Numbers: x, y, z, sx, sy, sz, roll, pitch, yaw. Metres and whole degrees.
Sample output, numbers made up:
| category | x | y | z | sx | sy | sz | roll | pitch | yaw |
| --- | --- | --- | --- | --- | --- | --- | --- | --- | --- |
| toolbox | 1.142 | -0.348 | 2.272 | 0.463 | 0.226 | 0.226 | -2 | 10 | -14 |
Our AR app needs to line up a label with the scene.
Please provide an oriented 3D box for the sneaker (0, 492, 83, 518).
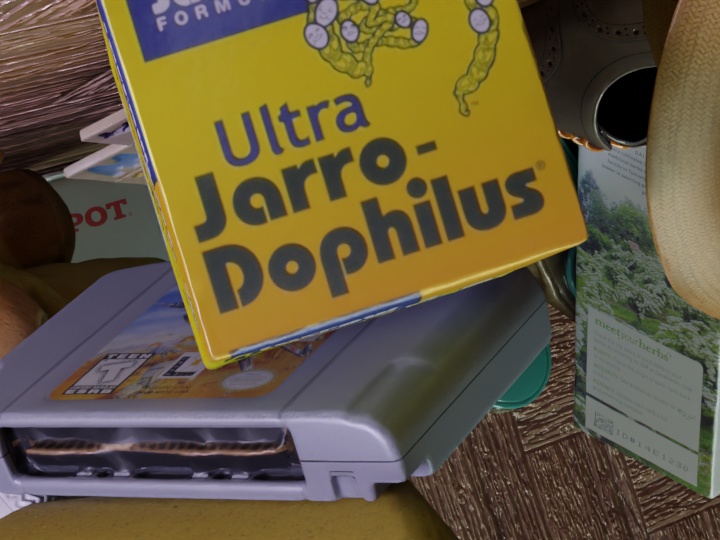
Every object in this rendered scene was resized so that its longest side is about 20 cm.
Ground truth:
| category | x | y | z | sx | sy | sz | roll | pitch | yaw |
| --- | --- | --- | --- | --- | --- | --- | --- | --- | --- |
| sneaker | -0.101 | 0.138 | 1.017 | 0.115 | 0.075 | 0.200 | -53 | 145 | 11 |

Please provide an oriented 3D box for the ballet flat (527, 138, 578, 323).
| category | x | y | z | sx | sy | sz | roll | pitch | yaw |
| --- | --- | --- | --- | --- | --- | --- | --- | --- | --- |
| ballet flat | 0.070 | -0.027 | 1.088 | 0.072 | 0.068 | 0.200 | 16 | 170 | 31 |

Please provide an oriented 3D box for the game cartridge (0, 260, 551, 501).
| category | x | y | z | sx | sy | sz | roll | pitch | yaw |
| --- | --- | --- | --- | --- | --- | --- | --- | --- | --- |
| game cartridge | -0.041 | 0.033 | 0.891 | 0.199 | 0.042 | 0.133 | -3 | -151 | 32 |

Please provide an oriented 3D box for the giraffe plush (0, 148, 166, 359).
| category | x | y | z | sx | sy | sz | roll | pitch | yaw |
| --- | --- | --- | --- | --- | --- | --- | --- | --- | --- |
| giraffe plush | -0.166 | 0.023 | 1.006 | 0.199 | 0.174 | 0.162 | 16 | 166 | -1 |

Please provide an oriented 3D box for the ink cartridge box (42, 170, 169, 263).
| category | x | y | z | sx | sy | sz | roll | pitch | yaw |
| --- | --- | --- | --- | --- | --- | --- | --- | --- | --- |
| ink cartridge box | -0.147 | 0.063 | 1.162 | 0.144 | 0.201 | 0.083 | -17 | -178 | -22 |

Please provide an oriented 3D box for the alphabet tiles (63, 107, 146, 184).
| category | x | y | z | sx | sy | sz | roll | pitch | yaw |
| --- | --- | --- | --- | --- | --- | --- | --- | --- | --- |
| alphabet tiles | -0.016 | -0.066 | 1.000 | 0.166 | 0.006 | 0.200 | -24 | 168 | 26 |

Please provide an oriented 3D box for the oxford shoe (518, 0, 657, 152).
| category | x | y | z | sx | sy | sz | roll | pitch | yaw |
| --- | --- | --- | --- | --- | --- | --- | --- | --- | --- |
| oxford shoe | 0.069 | -0.070 | 0.907 | 0.071 | 0.073 | 0.200 | -16 | 171 | -30 |

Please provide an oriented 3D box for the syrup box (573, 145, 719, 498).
| category | x | y | z | sx | sy | sz | roll | pitch | yaw |
| --- | --- | --- | --- | --- | --- | --- | --- | --- | --- |
| syrup box | 0.142 | -0.014 | 1.057 | 0.079 | 0.201 | 0.081 | 27 | -135 | 34 |

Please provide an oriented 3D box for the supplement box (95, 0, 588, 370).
| category | x | y | z | sx | sy | sz | roll | pitch | yaw |
| --- | --- | --- | --- | --- | --- | --- | --- | --- | --- |
| supplement box | -0.011 | -0.038 | 0.758 | 0.108 | 0.110 | 0.200 | -18 | 178 | -4 |

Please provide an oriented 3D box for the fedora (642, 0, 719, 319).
| category | x | y | z | sx | sy | sz | roll | pitch | yaw |
| --- | --- | --- | --- | --- | --- | --- | --- | --- | --- |
| fedora | 0.145 | -0.078 | 0.777 | 0.200 | 0.202 | 0.082 | -17 | -139 | -25 |

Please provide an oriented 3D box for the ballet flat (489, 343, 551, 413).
| category | x | y | z | sx | sy | sz | roll | pitch | yaw |
| --- | --- | --- | --- | --- | --- | --- | --- | --- | --- |
| ballet flat | 0.000 | 0.000 | 1.067 | 0.075 | 0.068 | 0.200 | 17 | 169 | 47 |

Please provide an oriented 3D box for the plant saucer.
| category | x | y | z | sx | sy | sz | roll | pitch | yaw |
| --- | --- | --- | --- | --- | --- | --- | --- | --- | --- |
| plant saucer | -0.030 | 0.125 | 0.903 | 0.199 | 0.049 | 0.200 | -8 | 149 | 20 |
